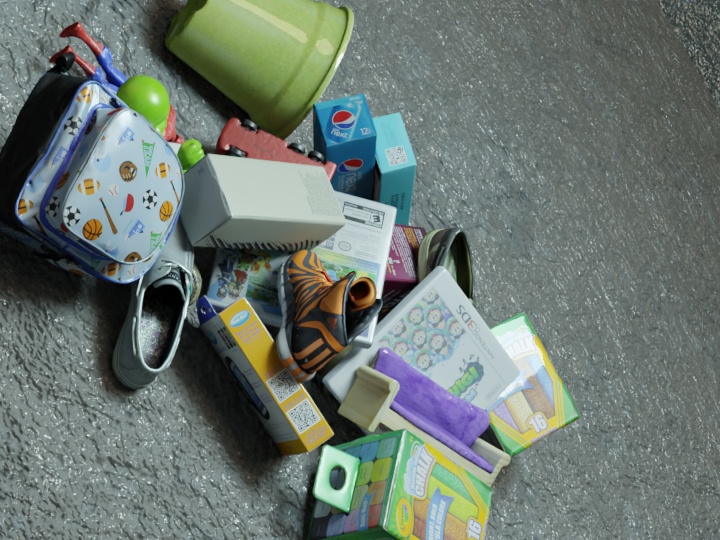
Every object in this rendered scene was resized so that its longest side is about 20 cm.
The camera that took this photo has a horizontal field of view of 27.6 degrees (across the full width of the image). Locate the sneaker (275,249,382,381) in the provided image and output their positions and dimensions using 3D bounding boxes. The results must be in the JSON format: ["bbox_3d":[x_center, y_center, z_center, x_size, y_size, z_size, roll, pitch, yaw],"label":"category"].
[{"bbox_3d":[-0.029,0.030,1.597,0.078,0.112,0.201,44,24,-30],"label":"sneaker"}]

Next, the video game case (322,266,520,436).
[{"bbox_3d":[0.076,0.127,1.761,0.182,0.200,0.024,52,-13,-26],"label":"video game case"}]

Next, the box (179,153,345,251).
[{"bbox_3d":[-0.110,-0.072,1.621,0.199,0.068,0.083,3,59,-52],"label":"box"}]

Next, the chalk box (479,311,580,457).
[{"bbox_3d":[0.170,0.139,1.913,0.123,0.124,0.201,-24,83,-22],"label":"chalk box"}]

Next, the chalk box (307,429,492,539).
[{"bbox_3d":[0.031,0.261,1.620,0.200,0.123,0.125,37,52,-33],"label":"chalk box"}]

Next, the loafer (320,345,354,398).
[{"bbox_3d":[0.023,0.112,1.818,0.199,0.076,0.068,-1,70,-55],"label":"loafer"}]

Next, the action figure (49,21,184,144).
[{"bbox_3d":[-0.274,-0.201,1.701,0.200,0.051,0.066,41,40,-34],"label":"action figure"}]

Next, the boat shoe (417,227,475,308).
[{"bbox_3d":[0.108,0.044,1.812,0.071,0.066,0.202,5,78,-24],"label":"boat shoe"}]

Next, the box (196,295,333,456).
[{"bbox_3d":[-0.110,0.108,1.601,0.041,0.119,0.201,-32,92,-18],"label":"box"}]

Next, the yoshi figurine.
[{"bbox_3d":[-0.215,-0.144,1.655,0.200,0.112,0.112,39,46,-30],"label":"yoshi figurine"}]

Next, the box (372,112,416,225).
[{"bbox_3d":[0.035,-0.120,1.944,0.200,0.049,0.083,94,-19,-65],"label":"box"}]

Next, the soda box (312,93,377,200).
[{"bbox_3d":[-0.021,-0.143,1.874,0.200,0.067,0.065,94,-19,-66],"label":"soda box"}]

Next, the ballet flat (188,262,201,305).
[{"bbox_3d":[-0.239,-0.050,1.618,0.201,0.068,0.075,58,10,-10],"label":"ballet flat"}]

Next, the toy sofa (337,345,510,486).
[{"bbox_3d":[0.082,0.177,1.715,0.200,0.098,0.083,35,-5,-28],"label":"toy sofa"}]

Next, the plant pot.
[{"bbox_3d":[-0.139,-0.292,1.858,0.184,0.200,0.201,29,40,-20],"label":"plant pot"}]

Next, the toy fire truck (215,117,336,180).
[{"bbox_3d":[-0.090,-0.110,1.826,0.199,0.141,0.049,24,69,-4],"label":"toy fire truck"}]

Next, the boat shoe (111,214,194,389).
[{"bbox_3d":[-0.204,0.025,1.530,0.070,0.071,0.202,24,63,-28],"label":"boat shoe"}]

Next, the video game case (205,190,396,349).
[{"bbox_3d":[-0.067,-0.016,1.714,0.199,0.022,0.183,15,64,-7],"label":"video game case"}]

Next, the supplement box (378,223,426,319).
[{"bbox_3d":[0.000,0.000,1.849,0.199,0.110,0.086,5,59,-52],"label":"supplement box"}]

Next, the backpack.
[{"bbox_3d":[-0.263,-0.083,1.472,0.201,0.153,0.190,-60,144,-11],"label":"backpack"}]
